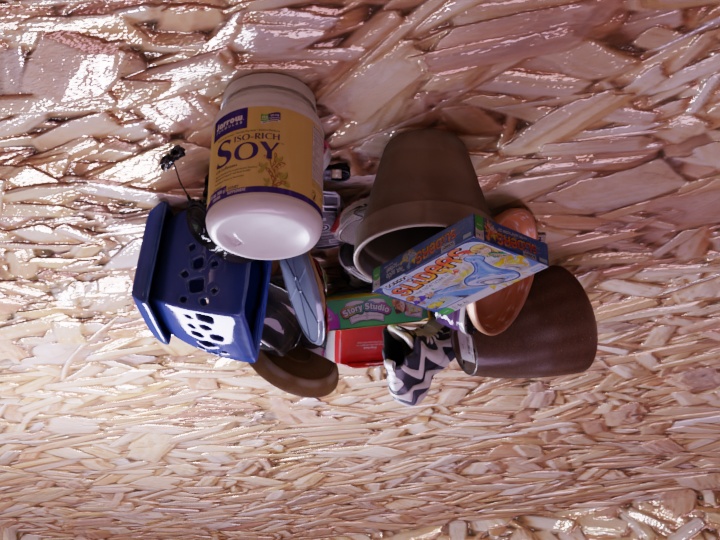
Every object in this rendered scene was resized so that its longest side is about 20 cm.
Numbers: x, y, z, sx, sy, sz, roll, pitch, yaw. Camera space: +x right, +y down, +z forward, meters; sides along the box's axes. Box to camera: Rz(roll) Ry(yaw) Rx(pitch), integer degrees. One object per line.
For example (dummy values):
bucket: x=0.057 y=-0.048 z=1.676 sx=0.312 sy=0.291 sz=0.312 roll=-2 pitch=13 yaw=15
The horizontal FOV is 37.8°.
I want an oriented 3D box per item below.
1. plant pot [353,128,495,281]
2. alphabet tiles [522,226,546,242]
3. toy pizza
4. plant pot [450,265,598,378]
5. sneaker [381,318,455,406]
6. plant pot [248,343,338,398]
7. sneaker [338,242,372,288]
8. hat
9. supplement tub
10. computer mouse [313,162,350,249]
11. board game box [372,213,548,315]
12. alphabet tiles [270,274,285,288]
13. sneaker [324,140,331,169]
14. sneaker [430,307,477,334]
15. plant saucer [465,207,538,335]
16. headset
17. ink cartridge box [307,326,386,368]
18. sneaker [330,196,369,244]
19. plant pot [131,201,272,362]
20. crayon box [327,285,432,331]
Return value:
plant pot: x=0.088 y=-0.090 z=1.438 sx=0.199 sy=0.175 sz=0.200 roll=-1 pitch=154 yaw=0
alphabet tiles: x=0.204 y=-0.032 z=1.743 sx=0.199 sy=0.006 sz=0.167 roll=-2 pitch=154 yaw=3
toy pizza: x=-0.084 y=0.018 z=1.644 sx=0.032 sy=0.201 sz=0.200 roll=-16 pitch=157 yaw=-15
plant pot: x=0.259 y=0.104 z=1.750 sx=0.199 sy=0.188 sz=0.187 roll=-13 pitch=159 yaw=-20
sneaker: x=0.098 y=0.112 z=1.750 sx=0.079 sy=0.199 sz=0.130 roll=20 pitch=150 yaw=37
plant pot: x=-0.123 y=0.151 z=1.914 sx=0.199 sy=0.201 sz=0.028 roll=15 pitch=122 yaw=-27
sneaker: x=0.000 y=0.000 z=1.704 sx=0.115 sy=0.076 sz=0.200 roll=-16 pitch=164 yaw=32
hat: x=-0.162 y=0.094 z=1.816 sx=0.200 sy=0.081 sz=0.201 roll=31 pitch=156 yaw=15
supplement tub: x=-0.118 y=-0.130 z=1.325 sx=0.144 sy=0.201 sz=0.146 roll=-1 pitch=154 yaw=0
computer mouse: x=-0.063 y=-0.100 z=1.569 sx=0.109 sy=0.044 sz=0.200 roll=-7 pitch=148 yaw=0
board game box: x=0.128 y=-0.003 z=1.379 sx=0.135 sy=0.035 sz=0.200 roll=19 pitch=148 yaw=-33
alphabet tiles: x=-0.164 y=0.063 z=1.933 sx=0.166 sy=0.008 sz=0.200 roll=-11 pitch=152 yaw=21
sneaker: x=-0.111 y=-0.101 z=1.456 sx=0.200 sy=0.081 sz=0.088 roll=-44 pitch=142 yaw=6
sneaker: x=0.149 y=-0.005 z=1.639 sx=0.087 sy=0.201 sz=0.076 roll=17 pitch=-164 yaw=33
plant saucer: x=0.213 y=-0.001 z=1.621 sx=0.037 sy=0.201 sz=0.200 roll=17 pitch=165 yaw=32
headset: x=-0.198 y=-0.099 z=1.488 sx=0.200 sy=0.124 sz=0.094 roll=37 pitch=144 yaw=-17
ink cartridge box: x=-0.010 y=0.120 z=1.857 sx=0.116 sy=0.068 sz=0.200 roll=-2 pitch=-172 yaw=-27
sneaker: x=0.048 y=-0.055 z=1.578 sx=0.199 sy=0.082 sz=0.078 roll=6 pitch=131 yaw=-31
plant pot: x=-0.243 y=0.013 z=1.627 sx=0.179 sy=0.201 sz=0.200 roll=4 pitch=155 yaw=3
crayon box: x=0.031 y=0.056 z=1.771 sx=0.199 sy=0.059 sz=0.173 roll=-7 pitch=-174 yaw=14
